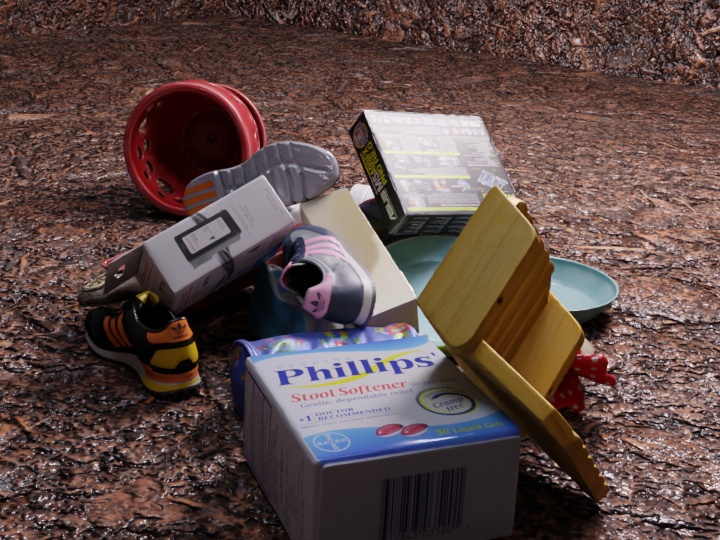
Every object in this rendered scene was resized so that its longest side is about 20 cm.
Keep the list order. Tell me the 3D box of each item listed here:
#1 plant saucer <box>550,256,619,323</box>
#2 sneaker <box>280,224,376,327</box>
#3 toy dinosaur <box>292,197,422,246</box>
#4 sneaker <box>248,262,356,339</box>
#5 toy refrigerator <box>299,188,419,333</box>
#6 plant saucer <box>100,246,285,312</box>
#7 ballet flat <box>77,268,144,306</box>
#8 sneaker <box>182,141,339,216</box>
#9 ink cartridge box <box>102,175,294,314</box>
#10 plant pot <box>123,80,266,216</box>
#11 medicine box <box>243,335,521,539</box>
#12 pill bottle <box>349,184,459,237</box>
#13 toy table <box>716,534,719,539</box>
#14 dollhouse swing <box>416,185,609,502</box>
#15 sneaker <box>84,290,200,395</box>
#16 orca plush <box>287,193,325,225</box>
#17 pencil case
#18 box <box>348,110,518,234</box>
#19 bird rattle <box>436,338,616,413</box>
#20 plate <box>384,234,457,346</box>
[{"bbox_3d":[0.225,0.029,1.401,0.197,0.036,0.200,2,21,-1],"label":"plant saucer"},{"bbox_3d":[-0.057,-0.004,1.193,0.081,0.071,0.200,8,16,-29],"label":"sneaker"},{"bbox_3d":[-0.005,-0.053,1.442,0.179,0.106,0.201,8,50,7],"label":"toy dinosaur"},{"bbox_3d":[-0.071,0.051,1.263,0.080,0.077,0.200,9,17,-28],"label":"sneaker"},{"bbox_3d":[0.000,0.000,1.271,0.069,0.076,0.201,-20,47,-12],"label":"toy refrigerator"},{"bbox_3d":[-0.193,-0.010,1.394,0.199,0.037,0.199,-27,30,-36],"label":"plant saucer"},{"bbox_3d":[-0.244,-0.007,1.298,0.199,0.047,0.067,-24,23,-33],"label":"ballet flat"},{"bbox_3d":[-0.112,-0.099,1.366,0.197,0.079,0.112,-11,-12,12],"label":"sneaker"},{"bbox_3d":[-0.179,-0.013,1.218,0.199,0.068,0.116,-32,-8,-23],"label":"ink cartridge box"},{"bbox_3d":[-0.250,-0.196,1.727,0.198,0.203,0.183,4,12,5],"label":"plant pot"},{"bbox_3d":[0.011,0.148,0.948,0.180,0.104,0.200,-5,22,-21],"label":"medicine box"},{"bbox_3d":[0.081,-0.065,1.527,0.198,0.113,0.111,9,21,18],"label":"pill bottle"},{"bbox_3d":[0.368,0.198,0.837,0.182,0.119,0.199,17,25,34],"label":"toy table"},{"bbox_3d":[0.171,0.067,0.974,0.175,0.200,0.183,26,73,36],"label":"dollhouse swing"},{"bbox_3d":[-0.232,0.057,1.179,0.069,0.091,0.199,-13,25,-37],"label":"sneaker"},{"bbox_3d":[-0.085,-0.044,1.524,0.197,0.107,0.071,-12,-10,10],"label":"orca plush"},{"bbox_3d":[-0.030,0.101,1.108,0.198,0.079,0.087,-5,32,-21],"label":"pencil case"},{"bbox_3d":[0.098,-0.125,1.411,0.198,0.044,0.162,-3,60,-35],"label":"box"},{"bbox_3d":[0.191,0.068,1.181,0.198,0.114,0.162,23,15,28],"label":"bird rattle"},{"bbox_3d":[0.090,0.032,1.313,0.197,0.026,0.201,-1,43,0],"label":"plate"}]
